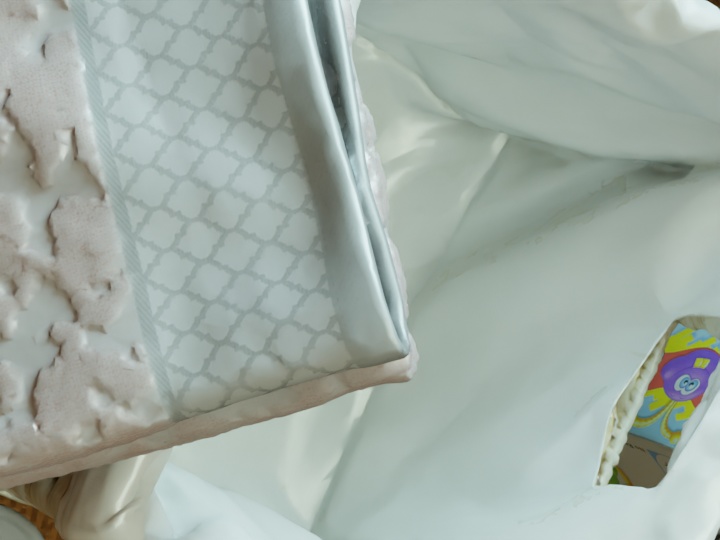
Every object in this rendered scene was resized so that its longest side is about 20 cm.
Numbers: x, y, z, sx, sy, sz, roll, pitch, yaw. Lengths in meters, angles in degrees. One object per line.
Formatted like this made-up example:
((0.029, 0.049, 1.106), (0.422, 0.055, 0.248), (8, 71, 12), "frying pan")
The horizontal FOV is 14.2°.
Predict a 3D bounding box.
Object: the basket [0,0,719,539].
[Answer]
((0.000, 0.000, 0.792), (0.200, 0.161, 0.198), (28, 84, -37), "basket")

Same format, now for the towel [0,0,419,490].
((-0.094, -0.047, 0.676), (0.032, 0.191, 0.200), (36, 41, -73), "towel")

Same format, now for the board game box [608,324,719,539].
((0.152, 0.005, 0.940), (0.200, 0.105, 0.103), (-50, 124, -17), "board game box")

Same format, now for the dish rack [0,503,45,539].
((-0.159, 0.159, 0.743), (0.171, 0.044, 0.200), (-6, 121, -27), "dish rack")
